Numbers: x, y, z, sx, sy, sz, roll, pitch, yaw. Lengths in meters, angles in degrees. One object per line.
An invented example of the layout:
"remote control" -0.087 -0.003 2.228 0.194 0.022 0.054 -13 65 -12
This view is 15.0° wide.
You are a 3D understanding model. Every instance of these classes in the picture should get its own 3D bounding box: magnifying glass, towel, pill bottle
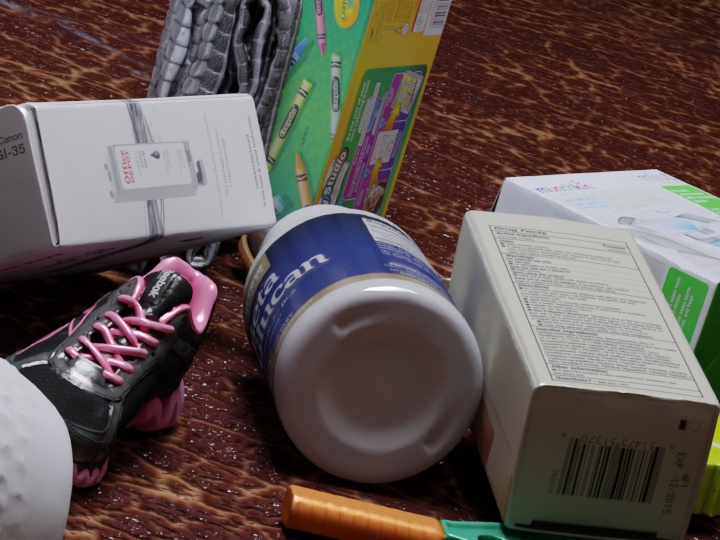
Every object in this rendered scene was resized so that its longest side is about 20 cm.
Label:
"magnifying glass" 0.059 0.137 1.357 0.199 0.022 0.080 12 15 -12
"towel" -0.091 -0.102 1.721 0.085 0.201 0.166 15 13 -3
"pill bottle" -0.006 0.030 1.499 0.111 0.111 0.200 13 15 -14

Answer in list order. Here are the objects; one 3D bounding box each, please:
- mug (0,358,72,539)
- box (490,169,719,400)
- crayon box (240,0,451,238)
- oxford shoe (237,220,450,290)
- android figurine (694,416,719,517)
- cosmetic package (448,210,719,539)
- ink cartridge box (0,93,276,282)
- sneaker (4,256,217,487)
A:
"mug" -0.218 0.082 1.069 0.175 0.148 0.200 16 -17 -24
"box" 0.202 0.010 1.834 0.176 0.097 0.200 29 20 33
"crayon box" -0.011 -0.113 1.841 0.058 0.201 0.119 24 16 24
"oxford shoe" 0.000 0.000 1.689 0.071 0.073 0.200 1 21 -45
"android figurine" 0.155 0.096 1.569 0.181 0.041 0.200 17 14 1
"cosmetic package" 0.111 0.054 1.449 0.103 0.088 0.200 7 26 -11
"ink cartridge box" -0.167 -0.043 1.543 0.146 0.083 0.200 -13 -3 34
"sneaker" -0.123 0.040 1.353 0.079 0.096 0.200 37 18 4
